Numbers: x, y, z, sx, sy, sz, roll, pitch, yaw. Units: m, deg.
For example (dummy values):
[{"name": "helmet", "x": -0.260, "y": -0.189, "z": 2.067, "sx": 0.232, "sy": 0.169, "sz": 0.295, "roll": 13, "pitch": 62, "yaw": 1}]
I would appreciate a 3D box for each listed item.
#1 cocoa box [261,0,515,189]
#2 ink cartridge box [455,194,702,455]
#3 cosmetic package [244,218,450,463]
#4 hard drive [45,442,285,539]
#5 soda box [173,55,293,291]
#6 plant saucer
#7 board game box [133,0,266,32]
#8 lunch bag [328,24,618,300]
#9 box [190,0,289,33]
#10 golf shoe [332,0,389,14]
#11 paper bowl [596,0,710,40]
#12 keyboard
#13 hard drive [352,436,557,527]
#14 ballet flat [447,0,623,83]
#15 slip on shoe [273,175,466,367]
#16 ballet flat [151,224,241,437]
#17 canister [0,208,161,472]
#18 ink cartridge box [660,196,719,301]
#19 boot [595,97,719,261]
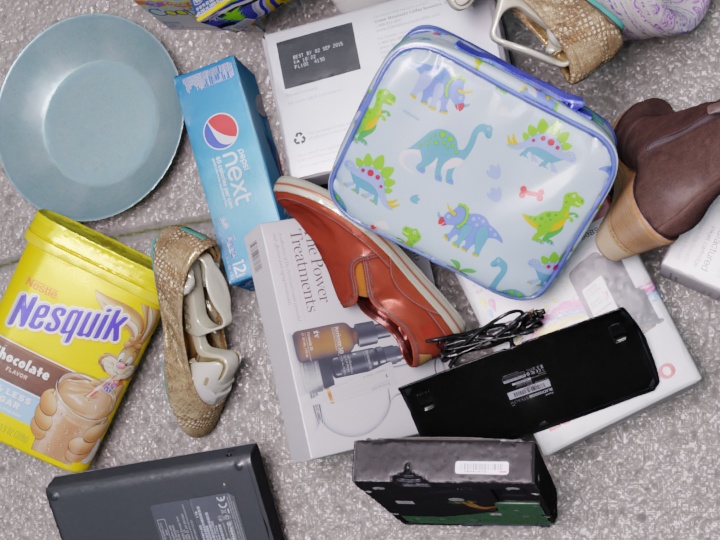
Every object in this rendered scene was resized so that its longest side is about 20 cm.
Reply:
[{"name": "cocoa box", "x": 0.036, "y": -0.152, "z": 1.037, "sx": 0.198, "sy": 0.131, "sz": 0.135, "roll": -13, "pitch": 83, "yaw": 12}, {"name": "ink cartridge box", "x": 0.178, "y": 0.035, "z": 1.008, "sx": 0.145, "sy": 0.083, "sz": 0.201, "roll": -28, "pitch": 78, "yaw": 10}, {"name": "cosmetic package", "x": -0.004, "y": 0.050, "z": 1.030, "sx": 0.149, "sy": 0.052, "sz": 0.202, "roll": -10, "pitch": 82, "yaw": -26}, {"name": "hard drive", "x": -0.171, "y": 0.238, "z": 1.076, "sx": 0.198, "sy": 0.033, "sz": 0.141, "roll": -11, "pitch": 106, "yaw": 12}, {"name": "soda box", "x": -0.108, "y": -0.088, "z": 1.100, "sx": 0.064, "sy": 0.068, "sz": 0.202, "roll": -17, "pitch": 80, "yaw": 10}, {"name": "plant saucer", "x": -0.256, "y": -0.145, "z": 1.159, "sx": 0.199, "sy": 0.039, "sz": 0.203, "roll": -1, "pitch": 85, "yaw": 14}, {"name": "board game box", "x": -0.140, "y": -0.336, "z": 1.116, "sx": 0.104, "sy": 0.103, "sz": 0.202, "roll": 5, "pitch": 85, "yaw": 13}, {"name": "lunch bag", "x": 0.089, "y": -0.084, "z": 0.919, "sx": 0.199, "sy": 0.083, "sz": 0.162, "roll": 26, "pitch": 113, "yaw": -2}, {"name": "box", "x": -0.053, "y": -0.273, "z": 0.977, "sx": 0.199, "sy": 0.064, "sz": 0.071, "roll": -25, "pitch": 80, "yaw": 26}, {"name": "golf shoe", "x": 0.052, "y": -0.268, "z": 0.987, "sx": 0.199, "sy": 0.093, "sz": 0.073, "roll": -32, "pitch": 122, "yaw": 27}, {"name": "paper bowl", "x": 0.213, "y": -0.290, "z": 0.974, "sx": 0.104, "sy": 0.200, "sz": 0.203, "roll": 3, "pitch": 85, "yaw": 36}, {"name": "keyboard", "x": 0.131, "y": 0.077, "z": 0.963, "sx": 0.198, "sy": 0.040, "sz": 0.105, "roll": -20, "pitch": 104, "yaw": 12}, {"name": "hard drive", "x": 0.082, "y": 0.172, "z": 0.958, "sx": 0.138, "sy": 0.200, "sz": 0.038, "roll": -2, "pitch": 68, "yaw": 15}, {"name": "ballet flat", "x": 0.105, "y": -0.211, "z": 0.900, "sx": 0.199, "sy": 0.071, "sz": 0.066, "roll": 36, "pitch": 92, "yaw": -1}, {"name": "slip on shoe", "x": 0.000, "y": 0.000, "z": 0.979, "sx": 0.200, "sy": 0.074, "sz": 0.061, "roll": 46, "pitch": 78, "yaw": -8}, {"name": "ballet flat", "x": -0.141, "y": 0.060, "z": 1.064, "sx": 0.065, "sy": 0.070, "sz": 0.202, "roll": 5, "pitch": 113, "yaw": 34}, {"name": "canister", "x": -0.271, "y": 0.066, "z": 1.104, "sx": 0.147, "sy": 0.087, "sz": 0.201, "roll": 25, "pitch": 93, "yaw": -8}, {"name": "ink cartridge box", "x": 0.364, "y": -0.023, "z": 0.966, "sx": 0.199, "sy": 0.084, "sz": 0.147, "roll": 25, "pitch": 91, "yaw": 16}, {"name": "boot", "x": 0.264, "y": -0.103, "z": 0.930, "sx": 0.072, "sy": 0.201, "sz": 0.166, "roll": 38, "pitch": 135, "yaw": -12}]
